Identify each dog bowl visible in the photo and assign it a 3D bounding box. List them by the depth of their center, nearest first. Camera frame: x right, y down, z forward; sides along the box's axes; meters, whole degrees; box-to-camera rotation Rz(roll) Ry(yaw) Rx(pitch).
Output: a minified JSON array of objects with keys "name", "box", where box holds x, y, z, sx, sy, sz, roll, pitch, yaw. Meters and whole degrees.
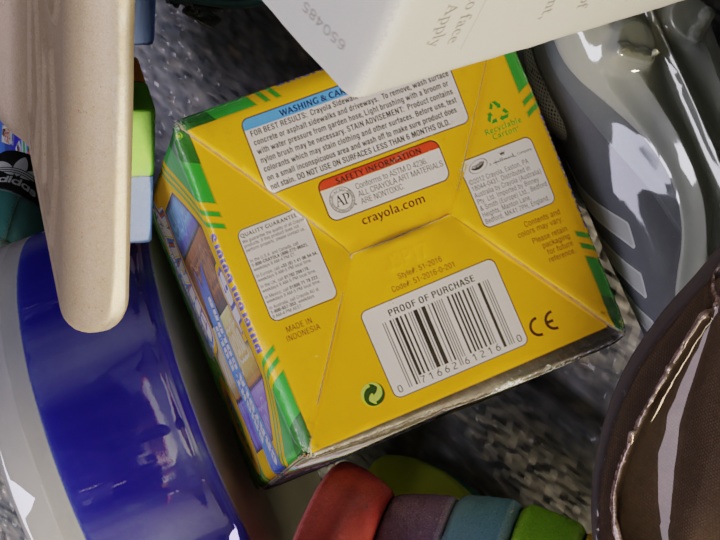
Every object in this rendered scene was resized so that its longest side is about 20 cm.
[{"name":"dog bowl","box":[-0.079,0.072,1.054,0.078,0.200,0.201,-22,86,9]}]

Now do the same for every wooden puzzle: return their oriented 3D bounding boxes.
[{"name":"wooden puzzle","box":[-0.104,-0.100,0.981,0.200,0.046,0.186,-122,31,-59]}]

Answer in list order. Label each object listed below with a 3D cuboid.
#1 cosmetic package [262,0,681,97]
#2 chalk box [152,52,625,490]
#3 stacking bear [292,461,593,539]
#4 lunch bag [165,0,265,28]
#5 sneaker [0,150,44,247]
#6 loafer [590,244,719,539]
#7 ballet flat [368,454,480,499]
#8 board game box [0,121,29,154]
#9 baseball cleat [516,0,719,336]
[{"name":"cosmetic package","box":[0.048,-0.184,0.795,0.165,0.199,0.165,49,136,25]},{"name":"chalk box","box":[0.000,0.000,0.961,0.200,0.124,0.124,139,109,-78]},{"name":"stacking bear","box":[0.073,0.145,0.932,0.199,0.114,0.122,14,128,8]},{"name":"lunch bag","box":[-0.061,-0.198,1.019,0.160,0.077,0.201,12,113,47]},{"name":"sneaker","box":[-0.165,0.021,1.201,0.071,0.080,0.200,18,148,-3]},{"name":"loafer","box":[0.132,0.024,0.818,0.073,0.071,0.201,24,102,-3]},{"name":"ballet flat","box":[0.050,0.145,1.029,0.200,0.067,0.067,42,134,32]},{"name":"board game box","box":[-0.157,0.002,1.253,0.134,0.029,0.201,20,119,44]},{"name":"baseball cleat","box":[0.107,-0.021,0.911,0.106,0.069,0.201,-19,87,67]}]
